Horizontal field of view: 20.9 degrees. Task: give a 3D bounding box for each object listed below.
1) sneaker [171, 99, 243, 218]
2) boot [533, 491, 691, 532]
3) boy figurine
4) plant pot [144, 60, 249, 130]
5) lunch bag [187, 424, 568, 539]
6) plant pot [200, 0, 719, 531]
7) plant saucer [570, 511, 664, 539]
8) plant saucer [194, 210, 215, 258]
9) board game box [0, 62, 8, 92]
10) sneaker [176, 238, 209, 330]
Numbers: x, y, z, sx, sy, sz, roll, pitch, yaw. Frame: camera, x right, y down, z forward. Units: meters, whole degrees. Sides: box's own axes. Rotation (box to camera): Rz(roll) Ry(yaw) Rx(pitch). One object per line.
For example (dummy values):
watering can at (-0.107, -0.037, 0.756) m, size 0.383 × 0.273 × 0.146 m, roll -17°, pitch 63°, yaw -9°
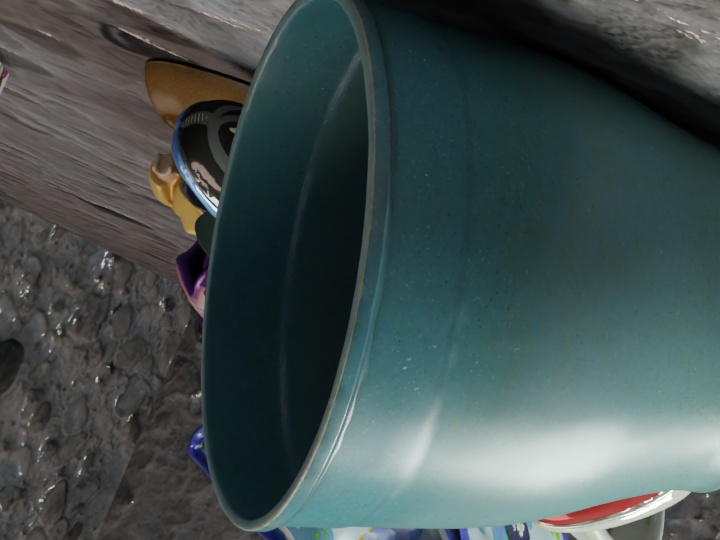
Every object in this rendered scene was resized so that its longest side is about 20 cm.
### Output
sneaker at (-0.009, -0.051, 1.054) m, size 0.200 × 0.071 × 0.083 m, roll 20°, pitch 148°, yaw -25°
boot at (0.142, 0.053, 0.925) m, size 0.144 × 0.200 × 0.072 m, roll 32°, pitch -150°, yaw -58°
boy figurine at (-0.095, -0.054, 1.419) m, size 0.124 × 0.064 × 0.200 m, roll 23°, pitch 176°, yaw -9°
plant pot at (-0.043, -0.073, 1.182) m, size 0.200 × 0.027 × 0.200 m, roll 23°, pitch 175°, yaw 2°
lunch bag at (0.029, 0.122, 1.121) m, size 0.200 × 0.127 × 0.170 m, roll 47°, pitch -160°, yaw 12°
plant pot at (0.057, 0.007, 0.736) m, size 0.188 × 0.200 × 0.200 m, roll 8°, pitch 180°, yaw -18°
plant saucer at (0.121, 0.081, 1.142) m, size 0.050 × 0.200 × 0.200 m, roll -16°, pitch 157°, yaw 23°
plant saucer at (0.000, 0.000, 1.149) m, size 0.200 × 0.036 × 0.200 m, roll 25°, pitch -164°, yaw -7°
board game box at (-0.360, -0.179, 1.381) m, size 0.199 × 0.041 × 0.200 m, roll 23°, pitch 175°, yaw 0°
sneaker at (-0.066, 0.019, 1.326) m, size 0.200 × 0.080 × 0.088 m, roll 15°, pitch 142°, yaw 57°
